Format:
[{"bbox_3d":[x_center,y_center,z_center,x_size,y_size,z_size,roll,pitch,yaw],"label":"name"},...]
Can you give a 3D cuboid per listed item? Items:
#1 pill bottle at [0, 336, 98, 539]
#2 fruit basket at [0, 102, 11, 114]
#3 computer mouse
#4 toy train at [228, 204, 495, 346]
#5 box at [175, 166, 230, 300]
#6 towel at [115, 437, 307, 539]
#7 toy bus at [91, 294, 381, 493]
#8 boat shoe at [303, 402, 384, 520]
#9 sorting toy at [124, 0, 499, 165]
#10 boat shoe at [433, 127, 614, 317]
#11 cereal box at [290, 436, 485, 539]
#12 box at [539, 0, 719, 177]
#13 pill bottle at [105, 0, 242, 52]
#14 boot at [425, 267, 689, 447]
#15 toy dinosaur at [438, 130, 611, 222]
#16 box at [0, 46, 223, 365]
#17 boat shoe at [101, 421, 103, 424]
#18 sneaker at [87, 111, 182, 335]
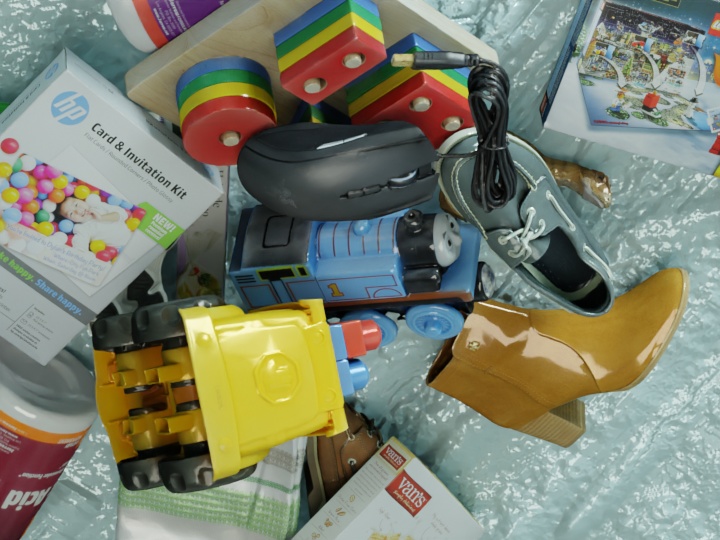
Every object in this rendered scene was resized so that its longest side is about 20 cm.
[{"bbox_3d":[-0.303,0.156,1.759,0.114,0.114,0.200,27,115,-14],"label":"pill bottle"},{"bbox_3d":[-0.298,-0.033,1.669,0.185,0.094,0.200,8,123,-8],"label":"fruit basket"},{"bbox_3d":[0.012,-0.088,1.507,0.199,0.046,0.141,1,131,0],"label":"computer mouse"},{"bbox_3d":[0.000,0.000,1.666,0.200,0.087,0.114,-4,142,19],"label":"toy train"},{"bbox_3d":[-0.124,-0.021,1.707,0.039,0.041,0.200,3,118,-3],"label":"box"},{"bbox_3d":[-0.120,0.167,1.740,0.149,0.031,0.200,9,120,0],"label":"towel"},{"bbox_3d":[-0.087,0.079,1.618,0.192,0.200,0.136,-13,91,-29],"label":"toy bus"},{"bbox_3d":[-0.015,0.139,1.784,0.068,0.072,0.200,-6,128,-2],"label":"boat shoe"},{"bbox_3d":[-0.030,-0.122,1.568,0.199,0.070,0.200,-30,143,29],"label":"sorting toy"},{"bbox_3d":[0.128,-0.033,1.611,0.073,0.062,0.200,-39,130,8],"label":"boat shoe"},{"bbox_3d":[-0.003,0.246,1.786,0.200,0.040,0.144,-45,138,-3],"label":"cereal box"},{"bbox_3d":[0.252,-0.147,1.642,0.200,0.038,0.137,15,117,-9],"label":"box"},{"bbox_3d":[-0.084,-0.234,1.549,0.200,0.113,0.113,-17,117,8],"label":"pill bottle"},{"bbox_3d":[0.153,0.050,1.729,0.144,0.071,0.201,27,120,-18],"label":"boot"},{"bbox_3d":[0.097,-0.091,1.673,0.200,0.060,0.106,31,83,-12],"label":"toy dinosaur"},{"bbox_3d":[-0.223,-0.043,1.588,0.200,0.041,0.156,-43,119,15],"label":"box"},{"bbox_3d":[-0.137,0.158,1.791,0.075,0.062,0.200,-35,113,18],"label":"boat shoe"},{"bbox_3d":[-0.179,-0.038,1.672,0.080,0.083,0.200,7,120,-15],"label":"sneaker"}]
